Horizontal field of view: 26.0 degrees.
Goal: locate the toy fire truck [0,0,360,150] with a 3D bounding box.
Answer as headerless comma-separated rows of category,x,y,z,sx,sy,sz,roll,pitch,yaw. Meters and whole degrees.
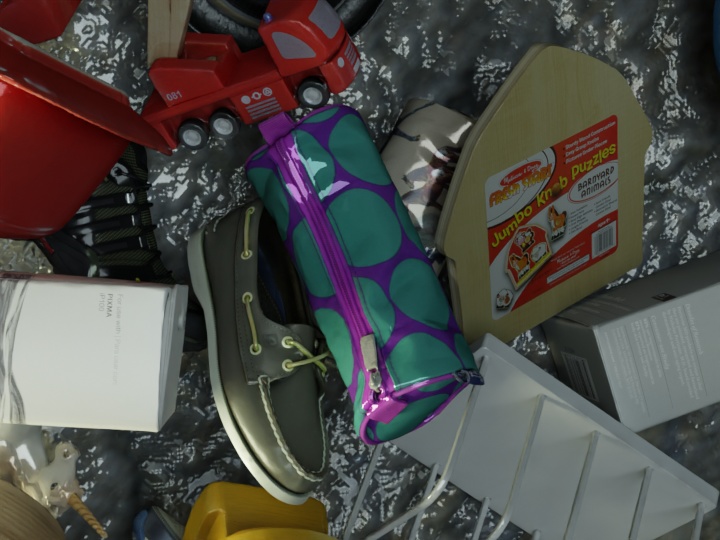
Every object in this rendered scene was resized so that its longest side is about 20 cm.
toy fire truck,-0.115,-0.149,0.981,0.199,0.049,0.141,-16,123,24

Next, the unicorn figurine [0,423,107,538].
unicorn figurine,-0.245,0.082,1.000,0.199,0.074,0.138,8,94,2

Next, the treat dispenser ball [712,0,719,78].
treat dispenser ball,0.340,-0.164,1.056,0.200,0.201,0.202,-1,94,-14

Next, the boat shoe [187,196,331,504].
boat shoe,-0.056,0.046,0.981,0.060,0.072,0.203,-33,59,26

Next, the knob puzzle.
knob puzzle,0.119,-0.060,1.041,0.219,0.030,0.221,-21,124,-34

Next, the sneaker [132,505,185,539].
sneaker,-0.065,0.206,1.046,0.200,0.077,0.085,40,89,-23

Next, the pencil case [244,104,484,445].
pencil case,0.000,0.000,0.964,0.085,0.092,0.201,-31,73,20

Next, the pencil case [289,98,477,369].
pencil case,0.030,-0.022,1.050,0.089,0.078,0.201,29,86,-3

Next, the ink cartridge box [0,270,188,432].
ink cartridge box,-0.203,0.042,0.893,0.199,0.147,0.083,4,89,-3

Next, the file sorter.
file sorter,0.108,0.168,1.030,0.200,0.139,0.125,34,49,-14

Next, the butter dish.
butter dish,-0.241,-0.075,0.892,0.199,0.199,0.148,27,92,20

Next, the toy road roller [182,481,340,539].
toy road roller,-0.072,0.224,0.960,0.122,0.146,0.200,15,132,-23

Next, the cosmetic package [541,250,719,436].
cosmetic package,0.242,0.040,1.094,0.199,0.107,0.091,-21,98,-13

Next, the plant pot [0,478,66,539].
plant pot,-0.247,0.187,0.963,0.200,0.201,0.093,35,51,-14

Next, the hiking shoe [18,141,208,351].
hiking shoe,-0.159,-0.031,1.004,0.200,0.076,0.101,40,87,-12

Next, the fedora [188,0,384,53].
fedora,-0.052,-0.236,1.006,0.199,0.092,0.202,-1,94,-14
